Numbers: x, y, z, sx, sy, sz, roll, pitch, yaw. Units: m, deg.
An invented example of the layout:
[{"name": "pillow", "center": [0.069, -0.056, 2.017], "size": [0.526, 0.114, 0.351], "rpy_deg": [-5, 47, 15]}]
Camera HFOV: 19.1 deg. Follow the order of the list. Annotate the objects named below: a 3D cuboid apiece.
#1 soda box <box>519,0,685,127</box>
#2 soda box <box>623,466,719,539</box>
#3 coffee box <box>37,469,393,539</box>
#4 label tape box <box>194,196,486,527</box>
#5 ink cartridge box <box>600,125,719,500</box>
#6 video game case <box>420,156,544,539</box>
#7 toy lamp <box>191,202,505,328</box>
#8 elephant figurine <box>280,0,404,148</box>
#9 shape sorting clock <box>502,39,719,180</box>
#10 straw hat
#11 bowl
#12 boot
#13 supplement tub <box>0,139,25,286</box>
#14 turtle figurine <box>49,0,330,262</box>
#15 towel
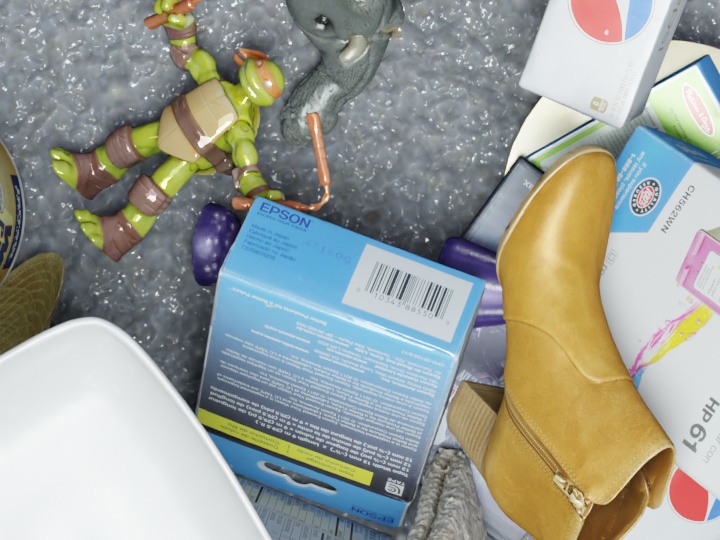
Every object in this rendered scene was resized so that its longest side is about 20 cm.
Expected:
[{"name": "soda box", "center": [0.160, -0.188, 1.220], "size": [0.068, 0.064, 0.201], "rpy_deg": [24, 107, 13]}, {"name": "soda box", "center": [0.212, 0.091, 1.277], "size": [0.063, 0.068, 0.201], "rpy_deg": [29, 102, -18]}, {"name": "coffee box", "center": [-0.101, 0.228, 1.233], "size": [0.196, 0.200, 0.201], "rpy_deg": [21, 92, -1]}, {"name": "label tape box", "center": [-0.018, 0.060, 1.261], "size": [0.142, 0.201, 0.066], "rpy_deg": [20, 55, 4]}, {"name": "ink cartridge box", "center": [0.206, 0.033, 1.188], "size": [0.200, 0.084, 0.145], "rpy_deg": [39, 104, 36]}, {"name": "video game case", "center": [0.095, 0.053, 1.305], "size": [0.142, 0.019, 0.201], "rpy_deg": [36, 100, -2]}, {"name": "toy lamp", "center": [0.000, 0.000, 1.276], "size": [0.198, 0.058, 0.059], "rpy_deg": [8, 92, 17]}, {"name": "elephant figurine", "center": [0.005, -0.194, 1.265], "size": [0.199, 0.141, 0.156], "rpy_deg": [-21, 63, 15]}, {"name": "shape sorting clock", "center": [0.185, -0.040, 1.308], "size": [0.198, 0.039, 0.202], "rpy_deg": [1, 101, 6]}, {"name": "straw hat", "center": [-0.207, 0.094, 1.251], "size": [0.085, 0.201, 0.201], "rpy_deg": [39, 91, -20]}, {"name": "bowl", "center": [-0.152, 0.144, 1.096], "size": [0.199, 0.075, 0.201], "rpy_deg": [-34, 90, 1]}, {"name": "boot", "center": [0.125, 0.050, 1.141], "size": [0.070, 0.144, 0.202], "rpy_deg": [5, 116, -38]}, {"name": "supplement tub", "center": [-0.270, -0.033, 1.222], "size": [0.143, 0.200, 0.146], "rpy_deg": [0, 92, 0]}, {"name": "turtle figurine", "center": [-0.106, -0.089, 1.282], "size": [0.161, 0.064, 0.201], "rpy_deg": [-33, 72, 12]}, {"name": "towel", "center": [0.057, 0.194, 1.225], "size": [0.034, 0.200, 0.134], "rpy_deg": [-10, 105, 11]}]
